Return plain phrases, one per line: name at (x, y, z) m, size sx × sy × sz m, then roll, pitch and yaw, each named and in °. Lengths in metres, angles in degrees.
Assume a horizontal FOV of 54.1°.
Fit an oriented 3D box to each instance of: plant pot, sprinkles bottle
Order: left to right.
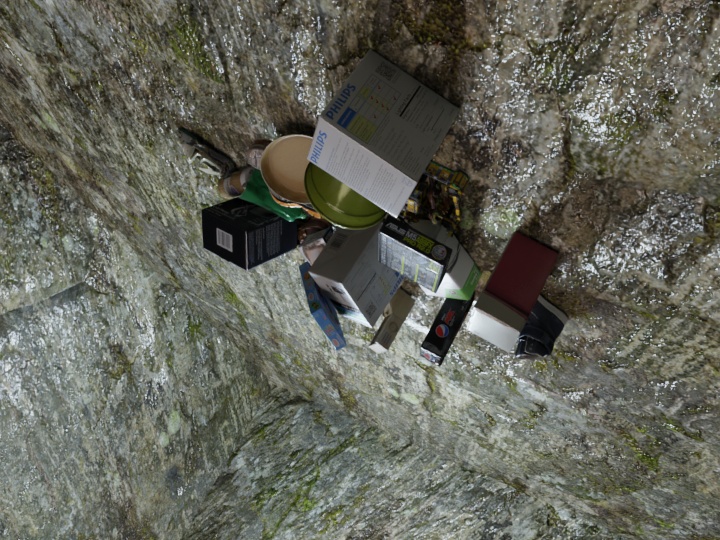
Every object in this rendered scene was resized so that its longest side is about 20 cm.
sprinkles bottle at (-0.336, -0.245, 1.980) m, size 0.068 × 0.069 × 0.198 m, roll 42°, pitch 157°, yaw -25°
plant pot at (-0.137, -0.242, 1.655) m, size 0.194 × 0.028 × 0.203 m, roll 3°, pitch 136°, yaw 3°
plant pot at (0.002, -0.221, 1.417) m, size 0.198 × 0.202 × 0.194 m, roll 32°, pitch 147°, yaw 0°

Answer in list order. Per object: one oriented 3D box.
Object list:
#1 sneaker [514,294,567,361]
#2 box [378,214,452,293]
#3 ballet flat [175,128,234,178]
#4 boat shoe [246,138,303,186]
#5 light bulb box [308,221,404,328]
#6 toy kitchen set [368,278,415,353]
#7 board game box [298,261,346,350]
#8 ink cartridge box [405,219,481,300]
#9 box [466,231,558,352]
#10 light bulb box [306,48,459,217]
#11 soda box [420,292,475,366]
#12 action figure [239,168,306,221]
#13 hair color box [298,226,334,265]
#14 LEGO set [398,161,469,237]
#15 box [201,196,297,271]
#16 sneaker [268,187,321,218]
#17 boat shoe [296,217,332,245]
sneaker at (0.373, 0.118, 1.639) m, size 0.200 × 0.148 × 0.077 m, roll 35°, pitch 161°, yaw -1°
box at (0.116, -0.032, 1.559) m, size 0.157 × 0.045 × 0.201 m, roll 28°, pitch 164°, yaw 10°
ballet flat at (-0.448, -0.322, 1.977) m, size 0.197 × 0.073 × 0.072 m, roll 32°, pitch 159°, yaw 4°
boat shoe at (-0.177, -0.268, 1.709) m, size 0.196 × 0.073 × 0.076 m, roll 22°, pitch 128°, yaw -16°
light bulb box at (0.000, 0.000, 1.821) m, size 0.123 × 0.200 × 0.201 m, roll 18°, pitch 154°, yaw 38°
toy kitchen set at (0.046, 0.094, 2.003) m, size 0.198 × 0.183 × 0.163 m, roll 37°, pitch 157°, yaw -9°
board game box at (-0.101, 0.092, 1.865) m, size 0.153 × 0.036 × 0.202 m, roll 58°, pitch -172°, yaw -38°
ink cartridge box at (0.178, -0.027, 1.688) m, size 0.143 × 0.085 × 0.201 m, roll 7°, pitch 147°, yaw 47°
box at (0.318, 0.046, 1.481) m, size 0.107 × 0.203 × 0.129 m, roll 27°, pitch 159°, yaw 13°
light bulb box at (0.040, -0.243, 1.253) m, size 0.197 × 0.200 × 0.125 m, roll 33°, pitch 149°, yaw 0°
soda box at (0.224, 0.138, 1.813) m, size 0.062 × 0.202 × 0.071 m, roll 26°, pitch 159°, yaw 15°
action figure at (-0.224, -0.195, 1.904) m, size 0.198 × 0.120 × 0.054 m, roll 34°, pitch 174°, yaw -28°
hair color box at (-0.077, -0.012, 1.958) m, size 0.098 × 0.061 × 0.202 m, roll -18°, pitch 114°, yaw 36°
LEGO set at (0.141, -0.131, 1.472) m, size 0.151 × 0.117 × 0.201 m, roll 30°, pitch 159°, yaw 7°
box at (-0.311, -0.114, 1.983) m, size 0.197 × 0.195 × 0.127 m, roll 24°, pitch 123°, yaw 34°
sneaker at (-0.153, -0.205, 1.814) m, size 0.196 × 0.079 × 0.078 m, roll 20°, pitch 143°, yaw 23°
boat shoe at (-0.150, -0.102, 2.020) m, size 0.070 × 0.071 × 0.198 m, roll 45°, pitch 155°, yaw -20°
